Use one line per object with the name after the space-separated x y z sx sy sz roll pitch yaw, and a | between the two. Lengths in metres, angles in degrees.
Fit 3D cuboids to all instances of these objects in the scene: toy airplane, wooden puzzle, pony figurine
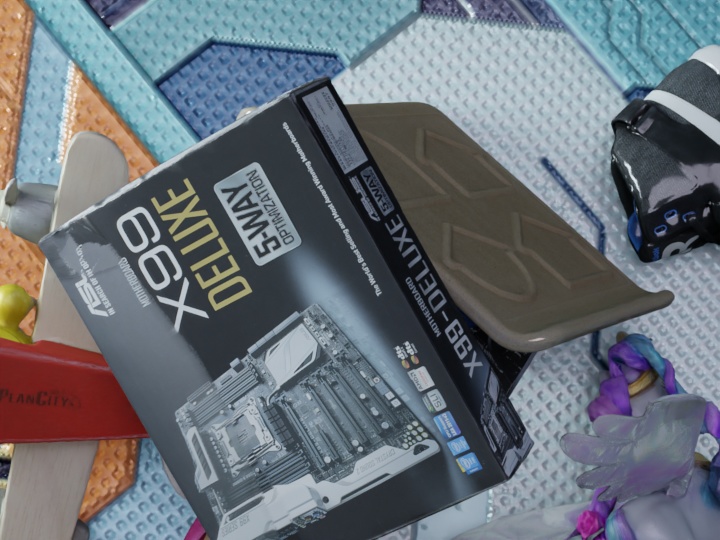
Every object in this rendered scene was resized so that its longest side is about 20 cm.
-0.163 0.055 0.939 0.200 0.141 0.199 -41 118 -17 | toy airplane
0.048 -0.020 0.933 0.200 0.185 0.046 39 112 20 | wooden puzzle
0.149 0.133 0.929 0.193 0.166 0.200 -17 74 -51 | pony figurine

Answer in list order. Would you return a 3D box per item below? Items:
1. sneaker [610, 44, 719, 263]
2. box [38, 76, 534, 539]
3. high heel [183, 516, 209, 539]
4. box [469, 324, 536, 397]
0.216 -0.019 1.008 0.112 0.073 0.200 -37 75 -7 | sneaker
-0.036 0.033 0.844 0.158 0.050 0.200 -27 95 26 | box
-0.079 0.177 0.929 0.067 0.096 0.200 34 78 3 | high heel
0.000 0.000 0.941 0.200 0.158 0.048 37 113 4 | box
